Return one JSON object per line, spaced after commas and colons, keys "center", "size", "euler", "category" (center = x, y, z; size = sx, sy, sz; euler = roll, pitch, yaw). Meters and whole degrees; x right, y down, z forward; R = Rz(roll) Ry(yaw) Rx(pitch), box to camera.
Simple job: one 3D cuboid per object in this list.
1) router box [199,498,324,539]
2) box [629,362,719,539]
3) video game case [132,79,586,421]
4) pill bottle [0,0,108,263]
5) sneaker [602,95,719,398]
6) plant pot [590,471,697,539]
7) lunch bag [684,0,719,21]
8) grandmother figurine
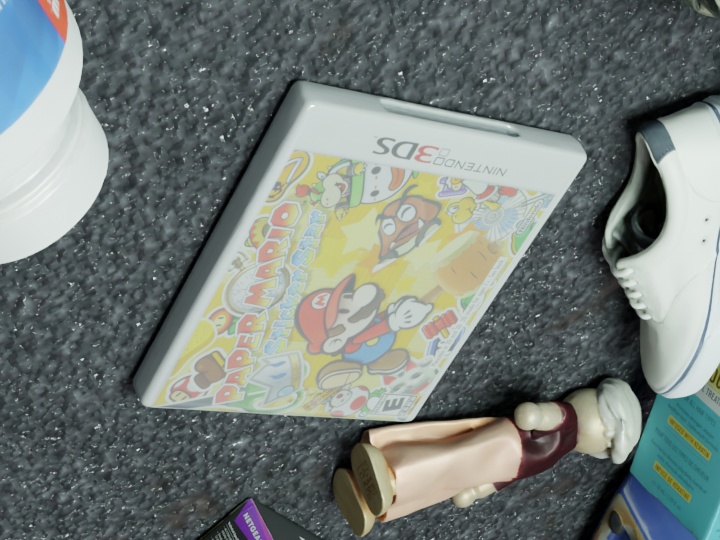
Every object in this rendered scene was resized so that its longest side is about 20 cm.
{"center": [-0.061, 0.237, 1.038], "size": [0.149, 0.051, 0.200], "euler": [-40, 140, 8], "category": "router box"}
{"center": [0.230, 0.057, 0.972], "size": [0.049, 0.082, 0.201], "euler": [0, 117, -30], "category": "box"}
{"center": [0.000, 0.000, 0.851], "size": [0.181, 0.023, 0.201], "euler": [7, 128, -36], "category": "video game case"}
{"center": [-0.166, -0.092, 0.581], "size": [0.112, 0.113, 0.200], "euler": [-29, 142, -1], "category": "pill bottle"}
{"center": [0.169, -0.009, 0.920], "size": [0.070, 0.073, 0.201], "euler": [-8, 127, -12], "category": "sneaker"}
{"center": [0.258, 0.241, 1.136], "size": [0.179, 0.201, 0.201], "euler": [-1, 133, -23], "category": "plant pot"}
{"center": [0.234, -0.171, 0.702], "size": [0.139, 0.168, 0.201], "euler": [7, 128, -37], "category": "lunch bag"}
{"center": [0.088, 0.106, 0.995], "size": [0.199, 0.061, 0.121], "euler": [-12, 165, -25], "category": "grandmother figurine"}
